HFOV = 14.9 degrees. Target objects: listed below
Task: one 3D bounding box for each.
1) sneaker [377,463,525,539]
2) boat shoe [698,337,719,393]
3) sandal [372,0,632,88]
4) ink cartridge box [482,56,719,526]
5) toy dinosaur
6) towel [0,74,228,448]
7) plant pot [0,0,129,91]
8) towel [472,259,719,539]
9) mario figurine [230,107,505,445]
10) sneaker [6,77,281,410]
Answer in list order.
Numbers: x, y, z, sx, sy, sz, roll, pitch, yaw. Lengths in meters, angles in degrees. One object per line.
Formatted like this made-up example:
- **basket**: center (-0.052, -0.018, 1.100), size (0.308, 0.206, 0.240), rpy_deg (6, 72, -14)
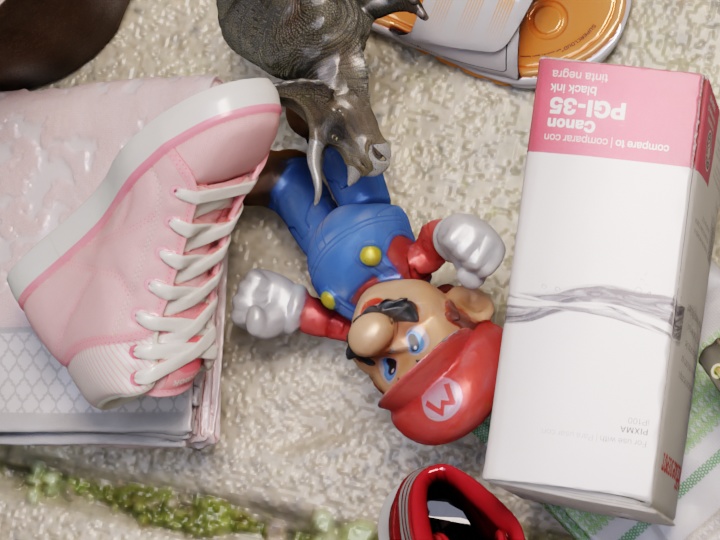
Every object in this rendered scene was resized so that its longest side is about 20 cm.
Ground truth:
- **sneaker**: center (0.059, 0.185, 1.312), size (0.078, 0.116, 0.200), rpy_deg (-25, 78, -5)
- **boat shoe**: center (0.230, 0.112, 1.313), size (0.060, 0.072, 0.202), rpy_deg (-29, 80, 16)
- **sandal**: center (0.035, -0.149, 1.421), size (0.206, 0.059, 0.079), rpy_deg (15, 85, 14)
- **ink cartridge box**: center (0.118, 0.014, 1.305), size (0.083, 0.147, 0.200), rpy_deg (7, 83, 12)
- **toy dinosaur**: center (-0.034, -0.135, 1.369), size (0.102, 0.077, 0.200), rpy_deg (-36, 52, 3)
- **towel**: center (-0.161, -0.003, 1.435), size (0.200, 0.032, 0.191), rpy_deg (-2, 82, 25)
- **plant pot**: center (-0.208, -0.185, 1.409), size (0.200, 0.198, 0.201), rpy_deg (-2, 82, 13)
- **towel**: center (0.169, 0.094, 1.371), size (0.149, 0.031, 0.200), rpy_deg (-44, 76, 4)
- **mario figurine**: center (0.000, 0.000, 1.363), size (0.106, 0.124, 0.200), rpy_deg (-21, 59, -22)
- **sneaker**: center (-0.086, -0.004, 1.328), size (0.200, 0.075, 0.105), rpy_deg (-41, 71, 38)
